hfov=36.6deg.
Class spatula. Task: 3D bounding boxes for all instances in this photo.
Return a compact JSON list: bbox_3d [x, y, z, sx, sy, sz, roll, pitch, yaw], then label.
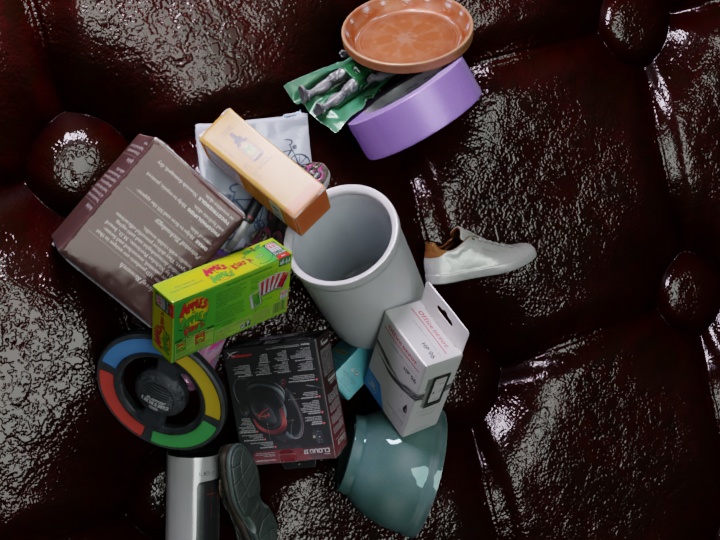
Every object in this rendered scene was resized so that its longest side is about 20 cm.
[{"bbox_3d":[-0.177,-0.059,1.611,0.056,0.021,0.200,31,87,-25],"label":"spatula"}]

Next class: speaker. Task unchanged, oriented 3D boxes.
[{"bbox_3d":[-0.247,0.361,1.595,0.081,0.081,0.201,1,92,-24],"label":"speaker"}]

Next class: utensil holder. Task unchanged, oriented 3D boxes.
[{"bbox_3d":[0.000,0.000,1.594,0.170,0.170,0.200,-49,146,-14],"label":"utensil holder"}]

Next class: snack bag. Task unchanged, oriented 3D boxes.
[{"bbox_3d":[-0.157,-0.133,1.637,0.188,0.021,0.201,-10,100,-22],"label":"snack bag"}]

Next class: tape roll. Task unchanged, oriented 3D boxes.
[{"bbox_3d":[0.080,-0.246,1.640,0.200,0.200,0.066,-36,105,-18],"label":"tape roll"}]

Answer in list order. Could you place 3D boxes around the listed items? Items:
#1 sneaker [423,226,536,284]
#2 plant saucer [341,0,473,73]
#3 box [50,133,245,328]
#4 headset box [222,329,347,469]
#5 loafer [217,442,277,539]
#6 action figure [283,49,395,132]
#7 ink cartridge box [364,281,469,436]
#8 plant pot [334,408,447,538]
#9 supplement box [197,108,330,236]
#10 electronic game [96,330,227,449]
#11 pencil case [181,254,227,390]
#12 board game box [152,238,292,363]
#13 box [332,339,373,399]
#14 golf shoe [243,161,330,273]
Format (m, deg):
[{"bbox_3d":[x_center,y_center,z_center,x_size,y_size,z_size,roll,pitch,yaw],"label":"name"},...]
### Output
[{"bbox_3d":[0.196,-0.035,1.770,0.199,0.073,0.085,-11,100,-21],"label":"sneaker"},{"bbox_3d":[0.072,-0.357,1.650,0.200,0.200,0.032,-27,137,-20],"label":"plant saucer"},{"bbox_3d":[-0.294,-0.060,1.494,0.164,0.166,0.200,41,85,-20],"label":"box"},{"bbox_3d":[-0.108,0.198,1.611,0.148,0.075,0.201,-8,97,16],"label":"headset box"},{"bbox_3d":[-0.181,0.337,1.600,0.072,0.063,0.201,-56,138,-48],"label":"loafer"},{"bbox_3d":[-0.004,-0.301,1.670,0.200,0.055,0.118,-37,72,-26],"label":"action figure"},{"bbox_3d":[0.077,0.128,1.565,0.068,0.116,0.200,-15,140,-29],"label":"ink cartridge box"},{"bbox_3d":[0.038,0.294,1.665,0.134,0.200,0.201,15,87,-7],"label":"plant pot"},{"bbox_3d":[-0.136,-0.140,1.540,0.200,0.069,0.067,41,78,18],"label":"supplement box"},{"bbox_3d":[-0.279,0.170,1.526,0.200,0.200,0.042,54,33,-16],"label":"electronic game"},{"bbox_3d":[-0.224,0.072,1.562,0.087,0.087,0.201,19,101,-23],"label":"pencil case"},{"bbox_3d":[-0.185,0.038,1.470,0.200,0.048,0.102,-24,136,-38],"label":"board game box"},{"bbox_3d":[0.018,0.108,1.695,0.200,0.082,0.049,-46,109,-15],"label":"box"},{"bbox_3d":[-0.100,-0.068,1.628,0.200,0.072,0.092,-60,141,-9],"label":"golf shoe"}]
